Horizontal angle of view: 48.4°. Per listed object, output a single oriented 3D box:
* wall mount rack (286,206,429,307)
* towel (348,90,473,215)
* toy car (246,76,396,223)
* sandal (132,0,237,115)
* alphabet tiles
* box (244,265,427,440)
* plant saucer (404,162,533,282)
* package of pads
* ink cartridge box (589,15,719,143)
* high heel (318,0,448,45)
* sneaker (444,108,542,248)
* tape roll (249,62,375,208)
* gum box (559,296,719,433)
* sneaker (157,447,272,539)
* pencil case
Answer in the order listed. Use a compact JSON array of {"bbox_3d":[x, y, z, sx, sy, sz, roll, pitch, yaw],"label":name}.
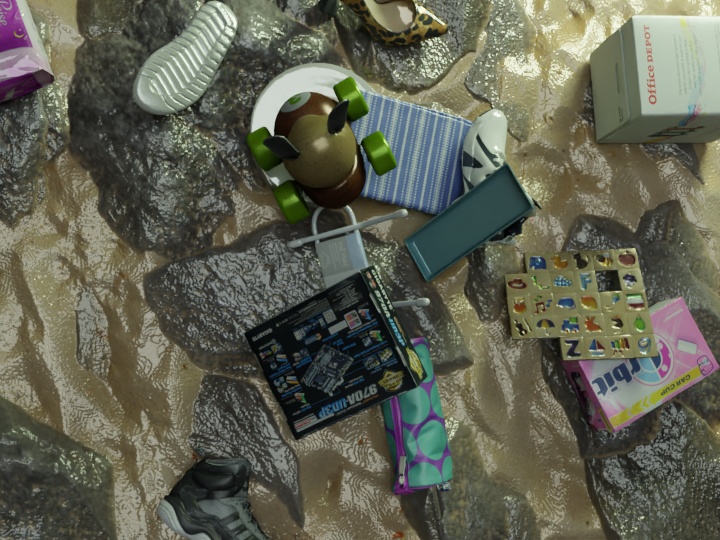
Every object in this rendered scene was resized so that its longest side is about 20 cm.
[{"bbox_3d":[0.000,0.000,1.067,0.171,0.075,0.203,-14,94,14],"label":"wall mount rack"},{"bbox_3d":[0.068,-0.162,1.130,0.197,0.024,0.147,12,85,-23],"label":"towel"},{"bbox_3d":[-0.058,-0.162,0.985,0.163,0.200,0.159,-28,84,3],"label":"toy car"},{"bbox_3d":[-0.238,-0.286,1.109,0.082,0.050,0.204,43,64,-17],"label":"sandal"},{"bbox_3d":[0.306,0.048,1.134,0.197,0.008,0.170,-2,63,1],"label":"alphabet tiles"},{"bbox_3d":[-0.035,0.108,1.031,0.198,0.046,0.161,-28,89,25],"label":"box"},{"bbox_3d":[0.145,-0.062,1.085,0.019,0.199,0.071,-16,73,-52],"label":"plant saucer"},{"bbox_3d":[-0.493,-0.325,1.054,0.119,0.076,0.203,-21,86,-10],"label":"package of pads"},{"bbox_3d":[0.457,-0.274,1.173,0.197,0.145,0.148,-1,83,-10],"label":"ink cartridge box"},{"bbox_3d":[0.041,-0.377,1.117,0.197,0.143,0.073,11,80,-8],"label":"high heel"},{"bbox_3d":[0.201,-0.123,1.109,0.079,0.128,0.202,31,75,-49],"label":"sneaker"},{"bbox_3d":[-0.058,-0.189,1.129,0.199,0.037,0.206,1,83,-9],"label":"tape roll"},{"bbox_3d":[0.393,0.136,1.146,0.198,0.066,0.115,-27,86,-12],"label":"gum box"},{"bbox_3d":[-0.151,0.309,1.025,0.198,0.075,0.115,29,81,-2],"label":"sneaker"},{"bbox_3d":[0.067,0.194,1.072,0.092,0.084,0.203,-1,78,-53],"label":"pencil case"}]
